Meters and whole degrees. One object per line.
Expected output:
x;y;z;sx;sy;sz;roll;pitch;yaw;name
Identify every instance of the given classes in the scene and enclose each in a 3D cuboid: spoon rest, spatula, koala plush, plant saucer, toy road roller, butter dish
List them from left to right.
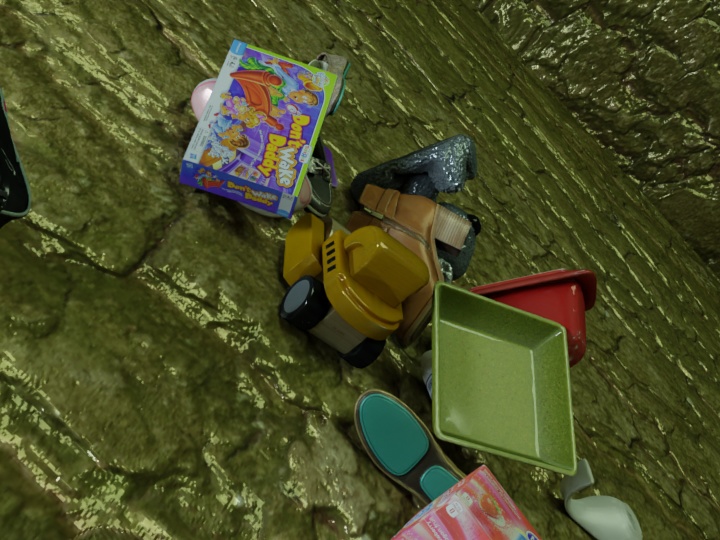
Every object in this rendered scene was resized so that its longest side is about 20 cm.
-0.080;-0.206;1.538;0.057;0.021;0.200;22;34;-55;spatula
0.000;0.000;1.224;0.123;0.146;0.200;37;27;-27;toy road roller
0.099;-0.071;1.525;0.177;0.184;0.200;-44;114;-73;koala plush
0.156;0.133;1.240;0.199;0.048;0.200;19;54;-25;plant saucer
0.223;0.096;1.397;0.199;0.200;0.148;55;24;-70;butter dish
0.322;0.326;1.427;0.200;0.061;0.099;49;22;-36;spoon rest

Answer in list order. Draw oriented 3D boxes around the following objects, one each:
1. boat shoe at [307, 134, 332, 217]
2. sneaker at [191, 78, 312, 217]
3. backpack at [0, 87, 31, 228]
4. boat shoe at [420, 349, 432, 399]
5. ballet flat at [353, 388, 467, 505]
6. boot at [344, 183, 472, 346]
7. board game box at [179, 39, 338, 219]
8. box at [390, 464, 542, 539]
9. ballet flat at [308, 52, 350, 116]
-0.075;-0.162;1.442;0.067;0.057;0.200;22;36;-46;boat shoe
-0.138;-0.146;1.286;0.200;0.075;0.105;51;19;-7;sneaker
-0.348;-0.104;0.779;0.177;0.150;0.200;23;43;-50;backpack
0.148;0.152;1.355;0.200;0.071;0.070;26;27;-39;boat shoe
0.061;0.208;1.150;0.200;0.069;0.063;50;-4;-5;ballet flat
0.042;-0.013;1.386;0.155;0.200;0.077;22;-15;5;boot
-0.116;-0.168;1.243;0.134;0.045;0.200;18;55;-4;board game box
0.135;0.312;1.057;0.200;0.103;0.095;52;24;8;box
-0.059;-0.296;1.674;0.067;0.068;0.200;24;24;-8;ballet flat
